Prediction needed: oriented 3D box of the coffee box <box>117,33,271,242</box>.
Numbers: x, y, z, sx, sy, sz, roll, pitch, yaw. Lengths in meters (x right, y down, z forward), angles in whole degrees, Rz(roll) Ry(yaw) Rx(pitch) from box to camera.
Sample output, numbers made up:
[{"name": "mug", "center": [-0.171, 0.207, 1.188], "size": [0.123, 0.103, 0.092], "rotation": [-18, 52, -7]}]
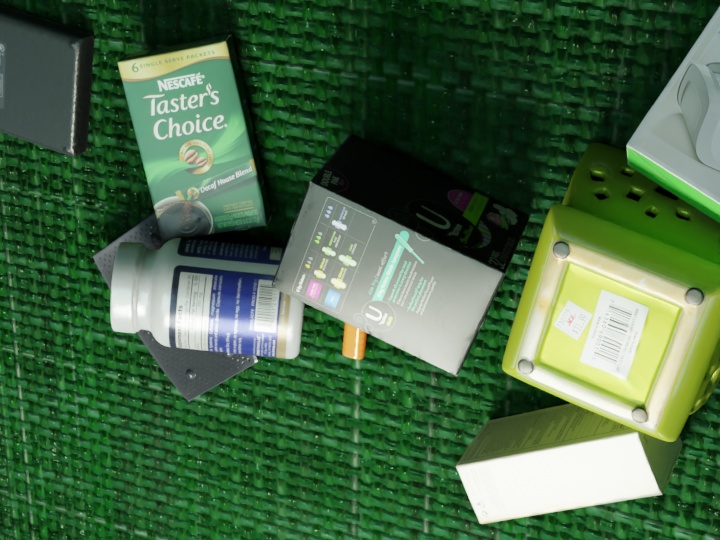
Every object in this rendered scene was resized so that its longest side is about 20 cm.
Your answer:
[{"name": "coffee box", "center": [-0.172, -0.137, 1.394], "size": [0.122, 0.044, 0.202], "rotation": [-8, 108, 7]}]

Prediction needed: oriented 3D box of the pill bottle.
[{"name": "pill bottle", "center": [-0.157, 0.026, 1.397], "size": [0.198, 0.116, 0.117], "rotation": [6, 116, -2]}]

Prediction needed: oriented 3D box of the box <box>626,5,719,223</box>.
[{"name": "box", "center": [0.349, -0.114, 1.093], "size": [0.199, 0.097, 0.177], "rotation": [35, 93, 13]}]

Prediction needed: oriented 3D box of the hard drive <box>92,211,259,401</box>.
[{"name": "hard drive", "center": [-0.202, 0.036, 1.503], "size": [0.134, 0.042, 0.201], "rotation": [-30, 95, 33]}]

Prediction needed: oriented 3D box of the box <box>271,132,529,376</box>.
[{"name": "box", "center": [0.040, -0.019, 1.282], "size": [0.199, 0.149, 0.125], "rotation": [25, 118, 5]}]

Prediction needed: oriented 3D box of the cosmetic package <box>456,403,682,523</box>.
[{"name": "cosmetic package", "center": [0.208, 0.184, 1.328], "size": [0.199, 0.104, 0.074], "rotation": [-15, 105, 32]}]

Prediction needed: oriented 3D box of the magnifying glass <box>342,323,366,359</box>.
[{"name": "magnifying glass", "center": [0.000, 0.000, 1.401], "size": [0.079, 0.022, 0.202], "rotation": [14, 117, 20]}]

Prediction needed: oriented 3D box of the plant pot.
[{"name": "plant pot", "center": [0.245, 0.026, 1.197], "size": [0.198, 0.181, 0.201], "rotation": [23, 118, 16]}]

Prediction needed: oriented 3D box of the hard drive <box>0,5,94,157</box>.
[{"name": "hard drive", "center": [-0.393, -0.222, 1.495], "size": [0.199, 0.033, 0.141], "rotation": [20, 118, 18]}]
